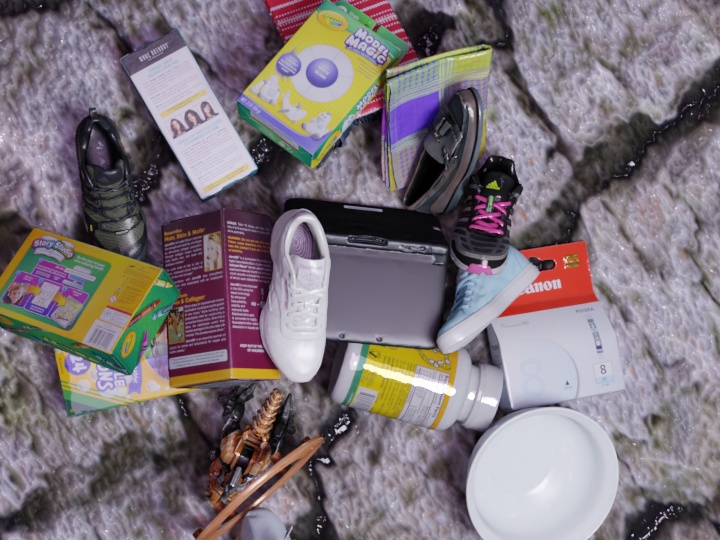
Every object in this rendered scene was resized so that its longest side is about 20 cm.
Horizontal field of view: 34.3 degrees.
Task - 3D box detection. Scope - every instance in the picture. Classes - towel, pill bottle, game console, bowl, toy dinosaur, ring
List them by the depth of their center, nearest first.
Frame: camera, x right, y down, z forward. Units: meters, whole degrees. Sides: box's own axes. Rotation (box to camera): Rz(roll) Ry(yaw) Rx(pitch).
[{"bbox_3d":[-0.124,0.258,1.378,0.200,0.200,0.019,-41,80,-7],"label":"ring"},{"bbox_3d":[-0.130,0.211,1.403,0.200,0.136,0.102,-33,113,33],"label":"toy dinosaur"},{"bbox_3d":[0.094,-0.185,1.434,0.143,0.200,0.023,-18,54,-12],"label":"towel"},{"bbox_3d":[-0.017,-0.281,1.440,0.144,0.022,0.200,-23,74,-9],"label":"towel"},{"bbox_3d":[0.000,0.000,1.440,0.200,0.176,0.117,6,114,-8],"label":"game console"},{"bbox_3d":[0.069,0.134,1.448,0.200,0.113,0.113,17,86,-6],"label":"pill bottle"},{"bbox_3d":[0.213,0.253,1.465,0.201,0.090,0.201,-3,102,-15],"label":"bowl"}]

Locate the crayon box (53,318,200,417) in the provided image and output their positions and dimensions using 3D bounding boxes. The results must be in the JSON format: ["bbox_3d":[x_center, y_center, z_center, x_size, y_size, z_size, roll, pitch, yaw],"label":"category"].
[{"bbox_3d":[-0.271,0.096,1.435,0.200,0.052,0.126,-12,90,-8],"label":"crayon box"}]

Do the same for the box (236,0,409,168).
[{"bbox_3d":[-0.040,-0.232,1.388,0.117,0.048,0.200,36,72,8],"label":"box"}]

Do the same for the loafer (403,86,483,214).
[{"bbox_3d":[0.100,-0.137,1.422,0.063,0.200,0.072,-7,52,-16],"label":"loafer"}]

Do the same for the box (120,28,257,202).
[{"bbox_3d":[-0.213,-0.191,1.453,0.082,0.049,0.200,-30,92,-8],"label":"box"}]

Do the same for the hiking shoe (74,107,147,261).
[{"bbox_3d":[-0.308,-0.094,1.411,0.076,0.101,0.200,-16,90,-7],"label":"hiking shoe"}]

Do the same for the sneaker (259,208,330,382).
[{"bbox_3d":[-0.073,0.027,1.323,0.075,0.100,0.200,-1,87,-13],"label":"sneaker"}]

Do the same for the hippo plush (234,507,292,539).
[{"bbox_3d":[-0.056,0.362,1.415,0.161,0.200,0.159,5,48,-29],"label":"hippo plush"}]

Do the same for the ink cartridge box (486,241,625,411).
[{"bbox_3d":[0.243,0.069,1.496,0.160,0.047,0.200,-9,87,-14],"label":"ink cartridge box"}]

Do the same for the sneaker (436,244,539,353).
[{"bbox_3d":[0.137,0.028,1.425,0.082,0.074,0.200,46,44,6],"label":"sneaker"}]

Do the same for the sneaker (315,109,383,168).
[{"bbox_3d":[0.003,-0.183,1.460,0.202,0.077,0.146,19,74,3],"label":"sneaker"}]

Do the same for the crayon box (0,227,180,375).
[{"bbox_3d":[-0.327,0.033,1.364,0.200,0.058,0.119,17,64,25],"label":"crayon box"}]

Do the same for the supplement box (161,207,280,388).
[{"bbox_3d":[-0.166,0.036,1.388,0.086,0.110,0.200,8,75,-50],"label":"supplement box"}]

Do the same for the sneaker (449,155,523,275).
[{"bbox_3d":[0.156,-0.074,1.426,0.074,0.200,0.088,13,128,7],"label":"sneaker"}]
